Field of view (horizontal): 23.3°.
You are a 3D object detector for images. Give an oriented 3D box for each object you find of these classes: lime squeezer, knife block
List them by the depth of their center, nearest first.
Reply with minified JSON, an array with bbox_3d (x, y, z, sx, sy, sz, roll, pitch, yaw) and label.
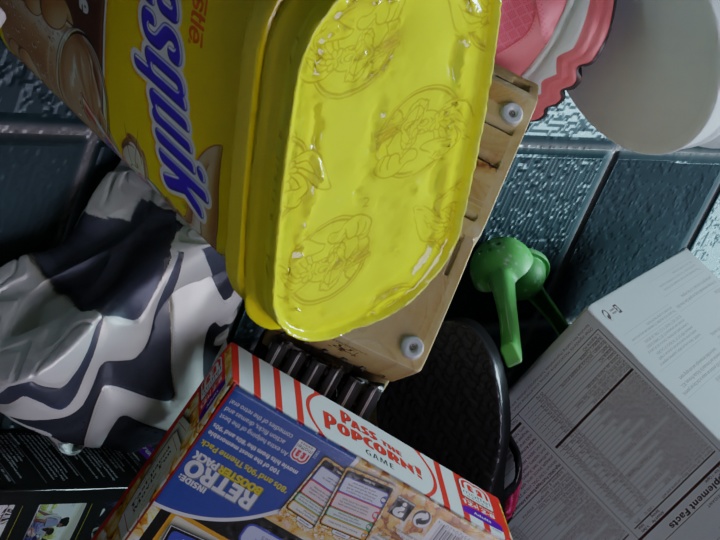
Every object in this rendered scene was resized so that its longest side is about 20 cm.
[{"bbox_3d":[0.000,0.000,0.844,0.200,0.064,0.176,-66,-172,-11],"label":"knife block"},{"bbox_3d":[0.095,0.013,0.988,0.038,0.071,0.200,-41,170,11],"label":"lime squeezer"}]

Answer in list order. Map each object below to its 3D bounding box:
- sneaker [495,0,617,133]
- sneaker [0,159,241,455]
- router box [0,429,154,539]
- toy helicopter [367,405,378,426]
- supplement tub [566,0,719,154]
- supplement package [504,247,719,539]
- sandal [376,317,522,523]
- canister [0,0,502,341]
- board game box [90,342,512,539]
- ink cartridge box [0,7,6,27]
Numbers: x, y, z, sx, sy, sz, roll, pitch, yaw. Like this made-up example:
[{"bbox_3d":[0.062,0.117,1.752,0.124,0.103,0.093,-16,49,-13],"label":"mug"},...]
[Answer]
[{"bbox_3d":[0.038,-0.085,0.854,0.087,0.074,0.200,28,119,-14],"label":"sneaker"},{"bbox_3d":[-0.080,0.013,0.802,0.199,0.079,0.130,-44,152,-17],"label":"sneaker"},{"bbox_3d":[-0.191,0.171,0.850,0.149,0.051,0.200,8,117,-51],"label":"router box"},{"bbox_3d":[0.008,0.101,0.994,0.200,0.079,0.132,12,106,-62],"label":"toy helicopter"},{"bbox_3d":[0.206,-0.147,0.887,0.200,0.145,0.145,-23,137,-30],"label":"supplement tub"},{"bbox_3d":[0.184,0.120,0.999,0.147,0.200,0.191,-50,167,26],"label":"supplement package"},{"bbox_3d":[0.055,0.113,0.936,0.045,0.075,0.200,-36,127,-50],"label":"sandal"},{"bbox_3d":[-0.051,-0.090,0.627,0.086,0.200,0.149,-21,136,-32],"label":"canister"},{"bbox_3d":[-0.051,0.154,0.795,0.151,0.046,0.200,32,104,-16],"label":"board game box"},{"bbox_3d":[-0.235,-0.047,0.576,0.200,0.083,0.146,-55,143,9],"label":"ink cartridge box"}]
